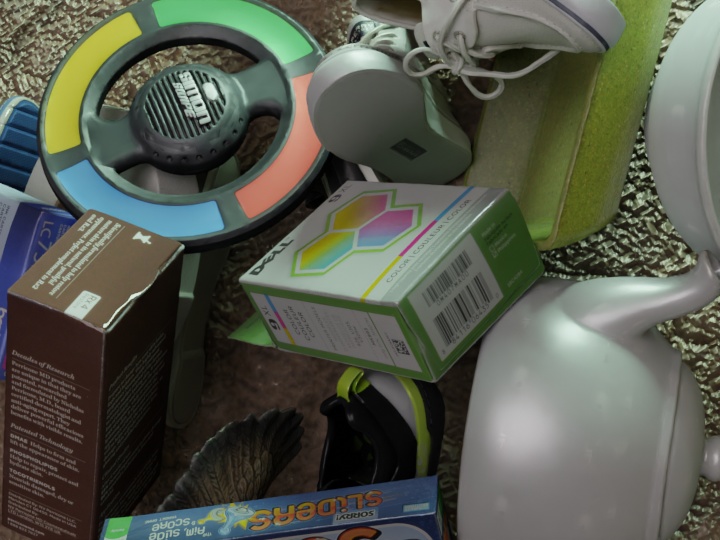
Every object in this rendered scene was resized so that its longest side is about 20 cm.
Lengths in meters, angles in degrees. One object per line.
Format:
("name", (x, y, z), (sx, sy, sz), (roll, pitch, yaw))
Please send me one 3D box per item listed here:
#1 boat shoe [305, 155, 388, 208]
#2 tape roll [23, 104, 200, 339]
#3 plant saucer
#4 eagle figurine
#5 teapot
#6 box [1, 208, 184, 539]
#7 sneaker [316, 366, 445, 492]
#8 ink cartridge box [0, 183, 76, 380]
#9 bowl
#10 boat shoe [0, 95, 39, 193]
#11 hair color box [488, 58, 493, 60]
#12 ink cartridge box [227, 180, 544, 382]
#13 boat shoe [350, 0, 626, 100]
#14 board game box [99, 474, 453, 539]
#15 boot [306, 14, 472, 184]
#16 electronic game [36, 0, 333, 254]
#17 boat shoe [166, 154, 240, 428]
("boat shoe", (-0.011, -0.058, 1.114), (0.060, 0.074, 0.201), (-35, 78, 8))
("tape roll", (-0.180, -0.014, 1.147), (0.202, 0.037, 0.204), (-12, 73, 48))
("plant saucer", (0.128, -0.103, 1.023), (0.048, 0.200, 0.201), (15, 87, -14))
("eagle figurine", (-0.095, 0.199, 1.076), (0.199, 0.152, 0.152), (-30, 51, 20))
("teapot", (0.141, 0.105, 0.969), (0.145, 0.200, 0.199), (9, 72, 11))
("box", (-0.170, 0.075, 1.030), (0.075, 0.100, 0.201), (22, 128, 12))
("sneaker", (-0.002, 0.147, 0.995), (0.071, 0.083, 0.201), (18, 115, 43))
("ink cartridge box", (-0.263, 0.000, 1.137), (0.199, 0.042, 0.120), (21, 96, 36))
("bowl", (0.231, -0.085, 0.970), (0.090, 0.200, 0.203), (9, 84, 49))
("boat shoe", (-0.292, -0.036, 1.225), (0.072, 0.072, 0.201), (11, 81, 32))
("hair color box", (0.103, -0.239, 1.072), (0.061, 0.102, 0.201), (29, 95, -12))
("ink cartridge box", (0.000, 0.000, 0.978), (0.104, 0.060, 0.199), (-43, 30, -28))
("boat shoe", (0.059, -0.142, 0.943), (0.202, 0.075, 0.086), (30, 83, 45))
("board game box", (-0.039, 0.193, 0.961), (0.198, 0.035, 0.136), (-9, 121, 10))
("boot", (0.007, -0.121, 1.045), (0.073, 0.200, 0.096), (-27, 69, 12))
("electronic game", (-0.112, -0.100, 1.068), (0.198, 0.042, 0.201), (-2, 60, 3))
("boat shoe", (-0.132, 0.009, 1.153), (0.057, 0.067, 0.202), (11, 89, 19))
